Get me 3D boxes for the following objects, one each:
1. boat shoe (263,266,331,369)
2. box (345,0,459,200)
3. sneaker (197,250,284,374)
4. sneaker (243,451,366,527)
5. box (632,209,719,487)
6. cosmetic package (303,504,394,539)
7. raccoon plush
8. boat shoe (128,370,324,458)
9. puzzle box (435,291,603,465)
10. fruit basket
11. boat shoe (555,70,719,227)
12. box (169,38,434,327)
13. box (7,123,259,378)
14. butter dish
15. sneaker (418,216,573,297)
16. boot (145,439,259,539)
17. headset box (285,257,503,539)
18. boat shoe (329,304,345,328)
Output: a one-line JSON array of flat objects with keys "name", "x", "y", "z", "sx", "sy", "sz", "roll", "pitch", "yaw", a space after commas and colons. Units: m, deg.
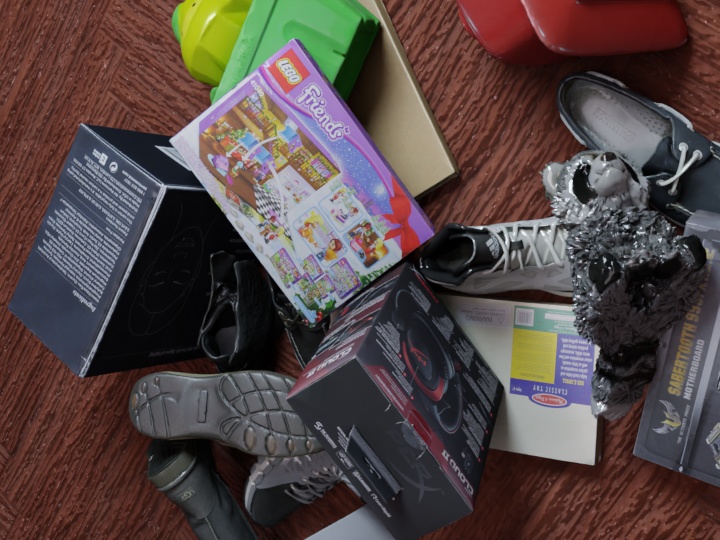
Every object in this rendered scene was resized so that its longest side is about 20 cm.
[{"name": "boat shoe", "x": -0.060, "y": 0.023, "z": 0.929, "sx": 0.068, "sy": 0.056, "sz": 0.203, "roll": -10, "pitch": 99, "yaw": 31}, {"name": "box", "x": -0.011, "y": -0.143, "z": 0.928, "sx": 0.162, "sy": 0.021, "sz": 0.203, "roll": -29, "pitch": 78, "yaw": 27}, {"name": "sneaker", "x": -0.127, "y": 0.081, "z": 0.956, "sx": 0.059, "sy": 0.104, "sz": 0.203, "roll": 21, "pitch": 102, "yaw": 26}, {"name": "sneaker", "x": -0.032, "y": 0.195, "z": 0.912, "sx": 0.116, "sy": 0.074, "sz": 0.201, "roll": 47, "pitch": 113, "yaw": 38}, {"name": "box", "x": 0.306, "y": 0.072, "z": 0.729, "sx": 0.156, "sy": 0.048, "sz": 0.203, "roll": 17, "pitch": 112, "yaw": 28}, {"name": "cosmetic package", "x": 0.004, "y": 0.339, "z": 0.843, "sx": 0.200, "sy": 0.199, "sz": 0.124, "roll": 42, "pitch": 110, "yaw": 21}, {"name": "raccoon plush", "x": 0.177, "y": 0.003, "z": 0.749, "sx": 0.135, "sy": 0.095, "sz": 0.202, "roll": -113, "pitch": 31, "yaw": -46}, {"name": "boat shoe", "x": -0.114, "y": 0.129, "z": 0.902, "sx": 0.196, "sy": 0.074, "sz": 0.077, "roll": 7, "pitch": 83, "yaw": 13}, {"name": "puzzle box", "x": 0.121, "y": 0.092, "z": 0.865, "sx": 0.197, "sy": 0.025, "sz": 0.136, "roll": 5, "pitch": 95, "yaw": 28}, {"name": "fruit basket", "x": -0.104, "y": -0.200, "z": 0.892, "sx": 0.212, "sy": 0.155, "sz": 0.220, "roll": 3, "pitch": 102, "yaw": 13}, {"name": "boat shoe", "x": 0.237, "y": -0.091, "z": 0.773, "sx": 0.199, "sy": 0.060, "sz": 0.076, "roll": 36, "pitch": 107, "yaw": 22}, {"name": "box", "x": -0.047, "y": -0.073, "z": 0.819, "sx": 0.136, "sy": 0.039, "sz": 0.201, "roll": -35, "pitch": 98, "yaw": 10}, {"name": "box", "x": -0.201, "y": -0.019, "z": 0.938, "sx": 0.123, "sy": 0.199, "sz": 0.199, "roll": 34, "pitch": 107, "yaw": 24}, {"name": "butter dish", "x": 0.136, "y": -0.238, "z": 0.774, "sx": 0.147, "sy": 0.198, "sz": 0.202, "roll": -30, "pitch": 78, "yaw": 50}, {"name": "sneaker", "x": 0.140, "y": -0.010, "z": 0.799, "sx": 0.198, "sy": 0.115, "sz": 0.077, "roll": -9, "pitch": 88, "yaw": 28}, {"name": "boot", "x": -0.137, "y": 0.251, "z": 0.979, "sx": 0.072, "sy": 0.182, "sz": 0.201, "roll": -35, "pitch": 104, "yaw": 6}, {"name": "headset box", "x": 0.033, "y": 0.102, "z": 0.764, "sx": 0.075, "sy": 0.200, "sz": 0.149, "roll": -32, "pitch": 102, "yaw": 26}, {"name": "boat shoe", "x": 0.000, "y": 0.000, "z": 0.895, "sx": 0.067, "sy": 0.056, "sz": 0.204, "roll": 169, "pitch": 99, "yaw": -64}]
